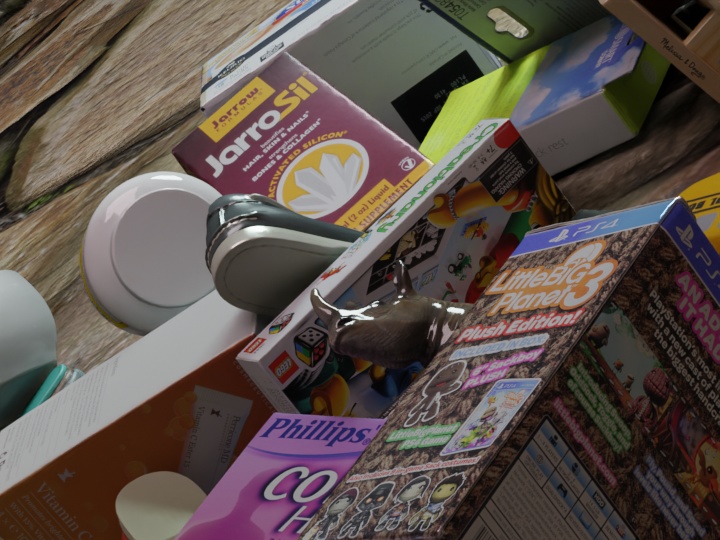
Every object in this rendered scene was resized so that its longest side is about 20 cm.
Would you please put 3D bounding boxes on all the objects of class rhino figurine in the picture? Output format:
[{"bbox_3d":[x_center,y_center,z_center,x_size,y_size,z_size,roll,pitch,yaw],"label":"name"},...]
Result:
[{"bbox_3d":[0.064,0.051,1.094,0.087,0.200,0.060,-51,-21,-52],"label":"rhino figurine"}]

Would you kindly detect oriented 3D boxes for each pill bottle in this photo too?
[{"bbox_3d":[-0.130,-0.009,1.454,0.104,0.104,0.200,-41,4,-8],"label":"pill bottle"}]

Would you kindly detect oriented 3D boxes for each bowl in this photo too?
[{"bbox_3d":[-0.292,0.111,1.558,0.200,0.075,0.200,-26,-37,-56],"label":"bowl"}]

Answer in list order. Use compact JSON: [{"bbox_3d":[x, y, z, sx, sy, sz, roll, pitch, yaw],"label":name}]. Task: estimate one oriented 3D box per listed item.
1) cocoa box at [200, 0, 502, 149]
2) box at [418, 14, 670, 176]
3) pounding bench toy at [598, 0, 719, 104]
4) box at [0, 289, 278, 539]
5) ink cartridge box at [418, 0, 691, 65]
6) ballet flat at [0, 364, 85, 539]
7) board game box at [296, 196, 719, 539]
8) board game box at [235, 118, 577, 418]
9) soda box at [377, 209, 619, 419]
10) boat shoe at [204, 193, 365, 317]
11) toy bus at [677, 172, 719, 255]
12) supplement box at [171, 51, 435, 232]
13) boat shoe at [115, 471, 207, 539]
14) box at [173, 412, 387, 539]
[{"bbox_3d":[-0.006,-0.144,1.681,0.200,0.133,0.131,-34,19,8],"label":"cocoa box"},{"bbox_3d":[0.129,-0.110,1.499,0.200,0.048,0.122,-24,24,37],"label":"box"},{"bbox_3d":[0.203,-0.220,1.339,0.156,0.200,0.124,-49,18,14],"label":"pounding bench toy"},{"bbox_3d":[-0.103,0.110,1.298,0.200,0.124,0.098,-33,20,14],"label":"box"},{"bbox_3d":[0.156,-0.216,1.504,0.200,0.199,0.041,-29,61,22],"label":"ink cartridge box"},{"bbox_3d":[-0.239,0.155,1.518,0.200,0.074,0.074,-50,22,-20],"label":"ballet flat"},{"bbox_3d":[0.096,0.098,0.926,0.097,0.160,0.200,-13,31,50],"label":"board game box"},{"bbox_3d":[0.043,0.028,1.224,0.200,0.126,0.035,-44,20,-17],"label":"board game box"},{"bbox_3d":[0.088,0.055,1.179,0.200,0.063,0.071,-45,21,-18],"label":"soda box"},{"bbox_3d":[0.000,0.000,1.269,0.073,0.200,0.062,-59,34,26],"label":"boat shoe"},{"bbox_3d":[0.239,-0.024,1.090,0.200,0.065,0.078,-15,30,47],"label":"toy bus"},{"bbox_3d":[-0.023,-0.048,1.468,0.110,0.086,0.200,-42,41,-6],"label":"supplement box"},{"bbox_3d":[-0.078,0.183,1.176,0.071,0.063,0.200,-18,34,-17],"label":"boat shoe"},{"bbox_3d":[-0.012,0.168,1.010,0.176,0.097,0.200,0,40,46],"label":"box"}]
